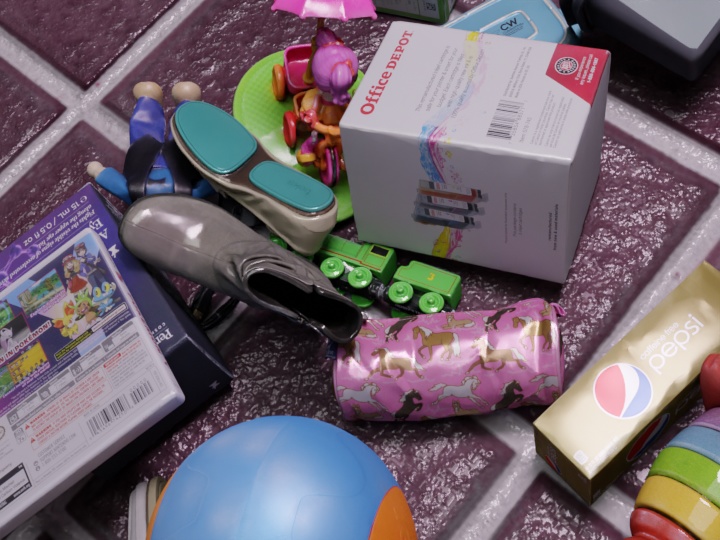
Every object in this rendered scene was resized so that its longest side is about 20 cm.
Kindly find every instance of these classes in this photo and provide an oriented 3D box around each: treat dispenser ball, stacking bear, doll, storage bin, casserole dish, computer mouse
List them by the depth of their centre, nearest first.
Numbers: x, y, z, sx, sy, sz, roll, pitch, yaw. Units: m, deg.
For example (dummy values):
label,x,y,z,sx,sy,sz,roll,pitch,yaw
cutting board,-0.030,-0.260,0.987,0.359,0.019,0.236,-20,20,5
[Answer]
label,x,y,z,sx,sy,sz,roll,pitch,yaw
stacking bear,0.243,0.182,0.755,0.200,0.114,0.121,-45,53,-15
treat dispenser ball,-0.057,0.207,0.756,0.197,0.202,0.204,-5,61,9
storage bin,0.297,-0.277,0.957,0.134,0.145,0.201,40,99,15
computer mouse,-0.123,-0.036,0.999,0.058,0.034,0.203,8,65,15
doll,-0.195,-0.103,1.012,0.134,0.049,0.202,-1,46,-7
casserole dish,0.128,-0.213,1.040,0.198,0.039,0.122,-28,61,-5

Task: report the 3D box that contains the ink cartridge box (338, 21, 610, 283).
label,x,y,z,sx,sy,sz,roll,pitch,yaw
ink cartridge box,0.100,-0.105,0.912,0.197,0.146,0.146,13,52,18

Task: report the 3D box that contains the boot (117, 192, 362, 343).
label,x,y,z,sx,sy,sz,roll,pitch,yaw
boot,-0.095,-0.005,0.847,0.197,0.131,0.069,22,92,-17

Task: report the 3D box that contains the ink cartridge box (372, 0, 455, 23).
label,x,y,z,sx,sy,sz,roll,pitch,yaw
ink cartridge box,0.014,-0.336,1.117,0.197,0.060,0.105,15,66,19

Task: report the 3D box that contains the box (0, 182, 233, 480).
label,x,y,z,sx,sy,sz,roll,pitch,yaw
box,-0.230,0.053,0.925,0.147,0.105,0.200,-39,60,-3

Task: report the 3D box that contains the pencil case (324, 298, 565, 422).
label,x,y,z,sx,sy,sz,roll,pitch,yaw
pencil case,0.073,0.074,0.871,0.196,0.088,0.083,-5,31,9

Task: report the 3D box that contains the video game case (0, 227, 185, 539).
label,x,y,z,sx,sy,sz,roll,pitch,yaw
video game case,-0.259,0.090,0.845,0.199,0.023,0.183,-36,61,1

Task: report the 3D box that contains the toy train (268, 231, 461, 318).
label,x,y,z,sx,sy,sz,roll,pitch,yaw
toy train,0.000,0.000,0.951,0.197,0.042,0.057,20,58,21

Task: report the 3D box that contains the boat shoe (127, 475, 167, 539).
label,x,y,z,sx,sy,sz,roll,pitch,yaw
boat shoe,-0.167,0.259,0.824,0.067,0.075,0.202,-22,51,9

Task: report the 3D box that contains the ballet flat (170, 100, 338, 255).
label,x,y,z,sx,sy,sz,roll,pitch,yaw
ballet flat,-0.101,-0.081,0.963,0.199,0.070,0.070,38,75,26

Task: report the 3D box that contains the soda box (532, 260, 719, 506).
label,x,y,z,sx,sy,sz,roll,pitch,yaw
soda box,0.229,0.088,0.837,0.199,0.068,0.064,-41,61,-12

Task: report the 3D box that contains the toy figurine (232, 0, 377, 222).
label,x,y,z,sx,sy,sz,roll,pitch,yaw
toy figurine,-0.036,-0.174,0.951,0.147,0.185,0.203,-8,65,-12
